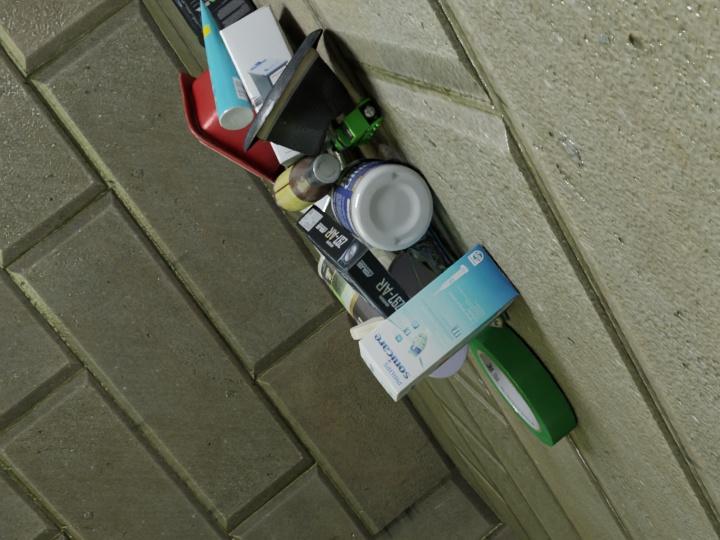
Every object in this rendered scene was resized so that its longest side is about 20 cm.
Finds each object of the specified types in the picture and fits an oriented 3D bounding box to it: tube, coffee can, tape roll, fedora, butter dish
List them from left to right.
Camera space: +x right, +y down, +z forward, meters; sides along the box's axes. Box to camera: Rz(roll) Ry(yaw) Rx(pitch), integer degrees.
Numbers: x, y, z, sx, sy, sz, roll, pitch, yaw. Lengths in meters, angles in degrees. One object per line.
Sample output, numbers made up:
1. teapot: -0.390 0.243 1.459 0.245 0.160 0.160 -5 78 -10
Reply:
1. tube: -0.201 -0.300 1.489 0.078 0.049 0.203 76 177 -62
2. butter dish: -0.169 -0.261 1.600 0.198 0.148 0.202 28 -153 -33
3. fedora: -0.068 -0.207 1.289 0.091 0.203 0.201 32 176 -7
4. coffee can: 0.034 0.032 1.871 0.201 0.145 0.147 51 174 30
5. tape roll: 0.234 0.163 1.494 0.202 0.048 0.201 53 174 8

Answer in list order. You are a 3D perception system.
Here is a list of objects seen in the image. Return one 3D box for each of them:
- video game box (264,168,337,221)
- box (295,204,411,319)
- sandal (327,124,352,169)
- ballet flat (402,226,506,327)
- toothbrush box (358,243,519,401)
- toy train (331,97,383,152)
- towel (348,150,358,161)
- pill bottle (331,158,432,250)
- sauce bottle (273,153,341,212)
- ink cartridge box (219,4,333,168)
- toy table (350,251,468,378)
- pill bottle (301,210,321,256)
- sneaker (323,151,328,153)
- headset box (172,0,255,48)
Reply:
1. video game box: -0.069 -0.132 1.726 0.199 0.047 0.181 37 -166 35
2. box: 0.000 0.000 1.462 0.161 0.043 0.200 49 176 -33
3. sandal: -0.073 -0.223 1.633 0.203 0.057 0.080 62 176 22
4. ballet flat: 0.124 0.019 1.454 0.201 0.072 0.072 51 174 23
5. toothbrush box: 0.097 0.072 1.321 0.086 0.199 0.147 51 173 9
6. toy train: -0.009 -0.188 1.373 0.042 0.056 0.200 53 174 -2
7. towel: -0.005 -0.158 1.729 0.086 0.018 0.200 50 174 -6
8. pill bottle: 0.020 -0.096 1.404 0.112 0.110 0.200 55 174 -16
9. sauce bottle: -0.074 -0.125 1.442 0.065 0.064 0.200 54 163 -8
10. ink cartridge box: -0.115 -0.257 1.459 0.203 0.085 0.146 63 -178 -2
11. toy table: 0.083 0.069 1.613 0.117 0.181 0.204 175 84 -67
12. pill bottle: -0.046 -0.080 2.033 0.201 0.111 0.112 57 173 -25
13. sneaker: -0.106 -0.225 1.753 0.200 0.086 0.076 49 167 50
14. headset box: -0.254 -0.451 1.643 0.201 0.092 0.174 56 174 -27
